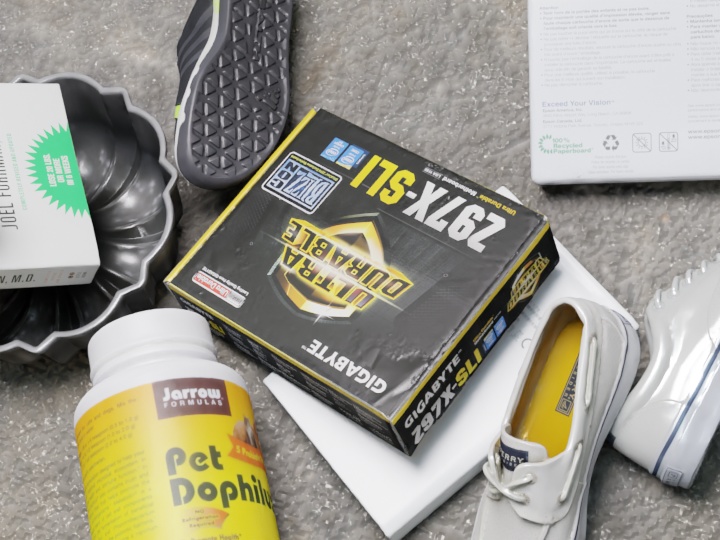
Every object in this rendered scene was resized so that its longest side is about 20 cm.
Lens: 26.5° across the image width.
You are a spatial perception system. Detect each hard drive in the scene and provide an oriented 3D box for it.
[{"bbox_3d":[0.056,0.055,0.954,0.199,0.026,0.132,-39,65,-7],"label":"hard drive"}]

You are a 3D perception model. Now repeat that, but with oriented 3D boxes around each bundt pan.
[{"bbox_3d":[-0.207,-0.025,1.014,0.200,0.076,0.204,-4,65,9],"label":"bundt pan"}]

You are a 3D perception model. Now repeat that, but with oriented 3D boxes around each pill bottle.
[{"bbox_3d":[-0.109,0.129,0.907,0.108,0.109,0.202,-16,64,3],"label":"pill bottle"}]

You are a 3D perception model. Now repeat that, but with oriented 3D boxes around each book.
[{"bbox_3d":[-0.268,-0.048,0.922,0.198,0.048,0.135,-4,61,-28],"label":"book"}]

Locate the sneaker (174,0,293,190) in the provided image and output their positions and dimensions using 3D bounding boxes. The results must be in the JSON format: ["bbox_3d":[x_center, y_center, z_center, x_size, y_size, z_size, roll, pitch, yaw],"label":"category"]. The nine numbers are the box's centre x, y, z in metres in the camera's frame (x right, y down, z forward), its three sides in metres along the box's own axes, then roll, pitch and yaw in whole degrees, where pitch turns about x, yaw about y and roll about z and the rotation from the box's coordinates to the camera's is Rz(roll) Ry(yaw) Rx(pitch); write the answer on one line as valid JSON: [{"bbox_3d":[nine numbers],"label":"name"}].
[{"bbox_3d":[-0.091,-0.134,1.048,0.071,0.083,0.202,26,59,-24],"label":"sneaker"}]

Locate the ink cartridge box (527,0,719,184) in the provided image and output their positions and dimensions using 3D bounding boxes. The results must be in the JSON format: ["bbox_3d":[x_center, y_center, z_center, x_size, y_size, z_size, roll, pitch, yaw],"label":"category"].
[{"bbox_3d":[0.204,-0.157,0.966,0.194,0.043,0.202,0,94,11],"label":"ink cartridge box"}]

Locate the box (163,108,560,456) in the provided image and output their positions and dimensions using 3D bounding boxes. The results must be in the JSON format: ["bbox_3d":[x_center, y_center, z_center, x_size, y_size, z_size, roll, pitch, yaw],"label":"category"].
[{"bbox_3d":[0.000,0.000,0.953,0.199,0.049,0.160,29,69,34],"label":"box"}]

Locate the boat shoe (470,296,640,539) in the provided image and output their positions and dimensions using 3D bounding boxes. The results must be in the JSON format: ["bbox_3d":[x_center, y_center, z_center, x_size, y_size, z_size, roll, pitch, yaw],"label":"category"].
[{"bbox_3d":[0.098,0.111,0.873,0.071,0.070,0.202,20,87,41],"label":"boat shoe"}]

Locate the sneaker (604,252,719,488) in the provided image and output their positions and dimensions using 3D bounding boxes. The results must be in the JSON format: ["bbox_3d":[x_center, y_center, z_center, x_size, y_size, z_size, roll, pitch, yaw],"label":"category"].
[{"bbox_3d":[0.206,0.027,0.910,0.070,0.073,0.201,26,74,14],"label":"sneaker"}]
